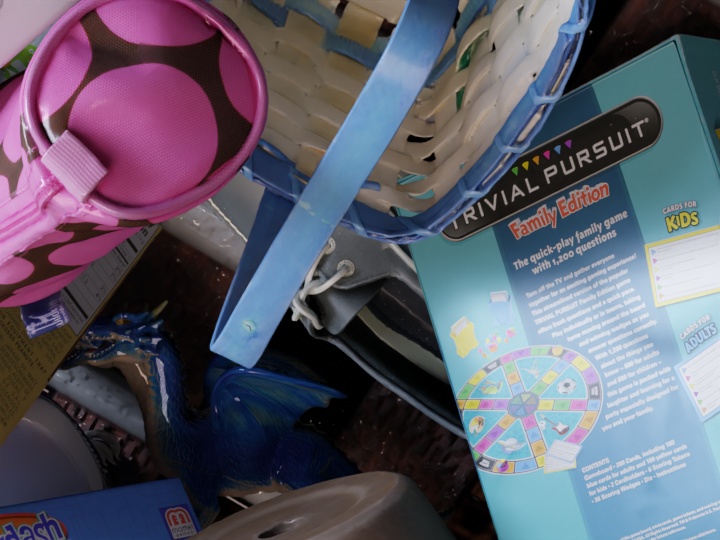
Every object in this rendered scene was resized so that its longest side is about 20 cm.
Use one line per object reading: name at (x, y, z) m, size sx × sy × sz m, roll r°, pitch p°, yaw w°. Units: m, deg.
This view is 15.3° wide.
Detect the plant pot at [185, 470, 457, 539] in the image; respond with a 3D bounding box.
plant pot at (-0.001, 0.180, 1.084) m, size 0.200 × 0.200 × 0.175 m, roll -16°, pitch 98°, yaw 31°

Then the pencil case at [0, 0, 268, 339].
pencil case at (-0.105, -0.036, 0.953) m, size 0.091 × 0.094 × 0.200 m, roll 58°, pitch 155°, yaw -1°

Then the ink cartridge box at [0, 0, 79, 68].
ink cartridge box at (-0.177, -0.131, 0.953) m, size 0.200 × 0.083 × 0.147 m, roll -41°, pitch 112°, yaw 3°

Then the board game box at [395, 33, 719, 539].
board game box at (0.107, 0.030, 1.049) m, size 0.151 × 0.047 × 0.200 m, roll -26°, pitch 74°, yaw 36°

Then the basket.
basket at (0.004, -0.081, 0.974) m, size 0.139 × 0.200 × 0.176 m, roll 29°, pitch 133°, yaw -6°

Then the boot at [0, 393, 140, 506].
boot at (-0.141, 0.100, 1.231) m, size 0.073 × 0.090 × 0.200 m, roll 3°, pitch 138°, yaw 6°

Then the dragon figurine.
dragon figurine at (-0.042, 0.067, 1.189) m, size 0.200 × 0.059 × 0.100 m, roll 8°, pitch 95°, yaw -13°

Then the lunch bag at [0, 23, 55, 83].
lunch bag at (-0.167, -0.162, 1.064) m, size 0.161 × 0.082 × 0.200 m, roll -13°, pitch 120°, yaw 31°

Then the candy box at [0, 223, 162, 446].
candy box at (-0.178, 0.033, 1.140) m, size 0.117 × 0.200 × 0.057 m, roll -22°, pitch 111°, yaw 34°

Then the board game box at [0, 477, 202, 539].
board game box at (-0.182, 0.152, 1.116) m, size 0.152 × 0.200 × 0.045 m, roll -45°, pitch 63°, yaw 42°

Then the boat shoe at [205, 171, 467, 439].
boat shoe at (0.000, 0.000, 1.133) m, size 0.200 × 0.062 × 0.073 m, roll 38°, pitch 131°, yaw -9°
